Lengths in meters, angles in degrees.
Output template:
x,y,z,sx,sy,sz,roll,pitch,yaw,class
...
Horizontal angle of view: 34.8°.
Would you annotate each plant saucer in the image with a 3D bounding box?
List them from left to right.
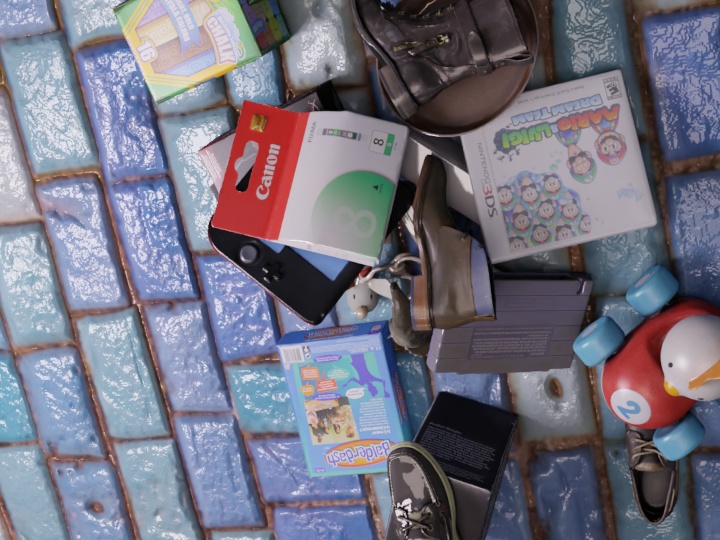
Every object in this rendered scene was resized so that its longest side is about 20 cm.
x,y,z,sx,sy,sz,roll,pitch,yaw,class
0.113,-0.248,1.318,0.197,0.032,0.204,-6,77,25,plant saucer

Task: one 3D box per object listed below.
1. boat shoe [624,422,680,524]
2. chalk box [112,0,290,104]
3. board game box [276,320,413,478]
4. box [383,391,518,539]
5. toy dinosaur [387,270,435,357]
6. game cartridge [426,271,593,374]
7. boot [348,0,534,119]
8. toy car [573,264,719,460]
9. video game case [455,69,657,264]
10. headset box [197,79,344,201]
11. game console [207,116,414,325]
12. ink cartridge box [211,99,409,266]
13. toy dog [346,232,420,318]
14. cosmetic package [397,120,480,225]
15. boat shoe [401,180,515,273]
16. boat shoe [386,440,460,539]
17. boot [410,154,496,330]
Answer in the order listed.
x,y,z,sx,sy,sz,roll,pitch,yaw,class
0.371,0.227,1.443,0.073,0.073,0.203,-7,108,18,boat shoe
-0.167,-0.301,1.366,0.197,0.125,0.125,-18,104,22,chalk box
-0.017,0.176,1.547,0.149,0.045,0.203,-7,108,17,board game box
0.110,0.298,1.473,0.121,0.198,0.203,17,114,12,box
0.073,0.059,1.402,0.076,0.200,0.103,33,93,13,toy dinosaur
0.182,0.064,1.403,0.197,0.038,0.131,1,119,-23,game cartridge
0.090,-0.279,1.290,0.172,0.069,0.202,-28,71,12,boot
0.369,0.110,1.310,0.177,0.200,0.185,-42,91,-1,toy car
0.224,-0.119,1.319,0.197,0.024,0.185,-13,84,3,video game case
-0.097,-0.124,1.439,0.198,0.077,0.151,-22,103,20,headset box
-0.060,-0.063,1.326,0.176,0.031,0.201,36,79,12,game console
-0.056,-0.106,1.302,0.197,0.050,0.164,14,76,-2,ink cartridge box
0.000,0.000,1.404,0.130,0.097,0.201,-13,138,22,toy dog
0.121,-0.112,1.381,0.198,0.083,0.051,32,113,1,cosmetic package
0.115,-0.039,1.418,0.065,0.075,0.202,-38,101,18,boat shoe
0.075,0.300,1.338,0.071,0.066,0.204,-11,105,22,boat shoe
0.110,-0.032,1.309,0.095,0.075,0.204,1,84,14,boot
